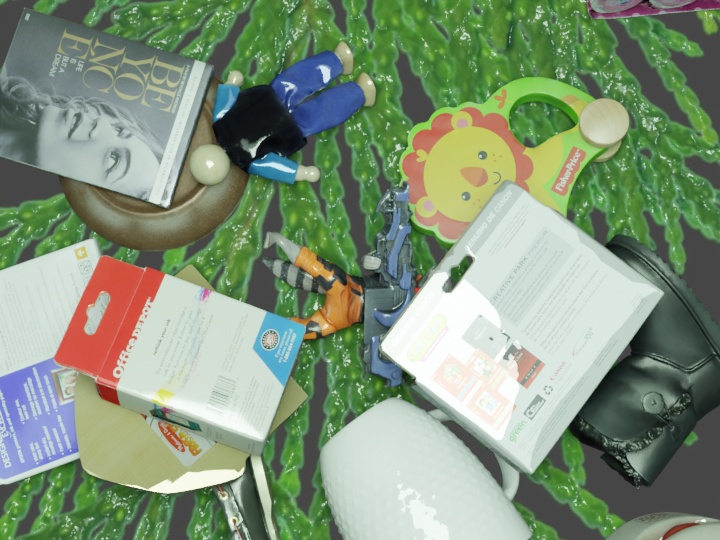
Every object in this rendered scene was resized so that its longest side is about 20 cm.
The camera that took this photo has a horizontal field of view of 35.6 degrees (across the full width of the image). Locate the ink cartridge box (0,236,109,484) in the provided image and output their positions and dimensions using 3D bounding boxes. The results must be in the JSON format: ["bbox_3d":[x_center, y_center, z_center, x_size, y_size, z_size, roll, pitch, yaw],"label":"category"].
[{"bbox_3d":[-0.319,0.093,1.084,0.199,0.043,0.199,-19,84,-7],"label":"ink cartridge box"}]

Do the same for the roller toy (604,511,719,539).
[{"bbox_3d":[0.301,0.315,1.027,0.182,0.140,0.201,33,79,-8],"label":"roller toy"}]

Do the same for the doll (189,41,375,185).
[{"bbox_3d":[-0.079,-0.143,1.099,0.199,0.048,0.137,-33,84,-18],"label":"doll"}]

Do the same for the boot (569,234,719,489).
[{"bbox_3d":[0.261,0.089,1.085,0.168,0.076,0.200,-40,92,-10],"label":"boot"}]

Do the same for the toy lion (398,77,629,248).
[{"bbox_3d":[0.142,-0.107,1.121,0.191,0.069,0.201,28,83,10],"label":"toy lion"}]

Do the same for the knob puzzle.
[{"bbox_3d":[-0.179,0.122,1.056,0.218,0.030,0.221,3,70,-7],"label":"knob puzzle"}]

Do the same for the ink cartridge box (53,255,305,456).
[{"bbox_3d":[-0.163,0.077,1.022,0.199,0.067,0.117,21,68,0],"label":"ink cartridge box"}]

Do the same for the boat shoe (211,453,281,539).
[{"bbox_3d":[-0.100,0.263,1.056,0.063,0.074,0.203,-16,78,-5],"label":"boat shoe"}]

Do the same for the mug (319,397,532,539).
[{"bbox_3d":[0.066,0.203,1.044,0.199,0.148,0.176,-28,74,-35],"label":"mug"}]

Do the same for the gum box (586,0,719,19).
[{"bbox_3d":[0.322,-0.328,1.145,0.198,0.066,0.114,-5,81,-2],"label":"gum box"}]

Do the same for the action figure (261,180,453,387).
[{"bbox_3d":[0.000,0.000,1.080,0.192,0.105,0.201,8,107,-5],"label":"action figure"}]

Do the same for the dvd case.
[{"bbox_3d":[-0.259,-0.159,1.098,0.199,0.016,0.150,17,82,1],"label":"dvd case"}]

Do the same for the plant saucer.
[{"bbox_3d":[-0.208,-0.121,1.120,0.199,0.037,0.202,0,84,-1],"label":"plant saucer"}]

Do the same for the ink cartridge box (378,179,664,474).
[{"bbox_3d":[0.139,0.050,1.014,0.175,0.084,0.200,38,83,5],"label":"ink cartridge box"}]
